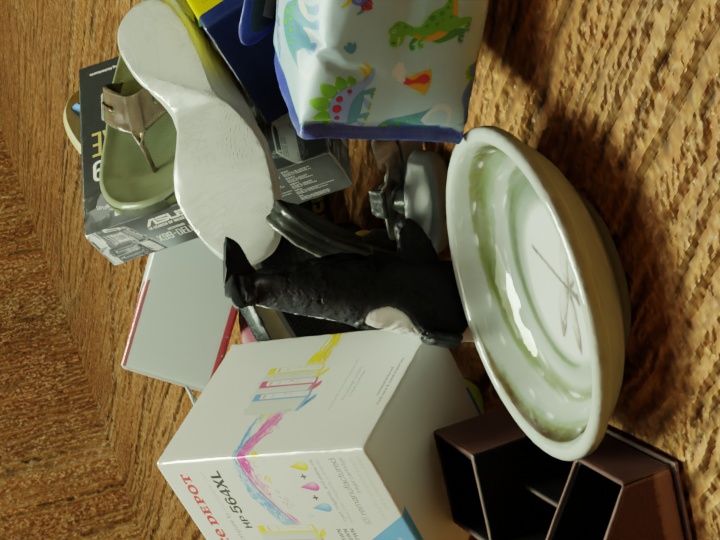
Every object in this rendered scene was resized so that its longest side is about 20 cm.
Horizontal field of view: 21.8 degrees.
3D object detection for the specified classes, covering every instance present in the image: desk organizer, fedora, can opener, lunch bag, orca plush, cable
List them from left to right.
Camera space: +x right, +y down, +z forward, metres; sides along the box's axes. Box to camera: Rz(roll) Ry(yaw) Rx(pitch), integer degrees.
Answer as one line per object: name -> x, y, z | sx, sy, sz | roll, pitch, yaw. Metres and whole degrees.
fedora -> -0.025, 0.018, 1.424 | 0.201, 0.091, 0.201 | 58, -169, -17
lunch bag -> 0.000, -0.195, 1.109 | 0.200, 0.127, 0.171 | -109, 26, -54
cable -> 0.000, 0.000, 1.288 | 0.097, 0.050, 0.200 | 46, -163, 21
orca plush -> 0.011, -0.004, 1.197 | 0.105, 0.199, 0.071 | -120, 42, -74
can opener -> 0.030, -0.110, 1.270 | 0.066, 0.053, 0.201 | 7, 119, 35
desk organizer -> 0.120, 0.137, 1.140 | 0.200, 0.077, 0.072 | -157, 52, -69

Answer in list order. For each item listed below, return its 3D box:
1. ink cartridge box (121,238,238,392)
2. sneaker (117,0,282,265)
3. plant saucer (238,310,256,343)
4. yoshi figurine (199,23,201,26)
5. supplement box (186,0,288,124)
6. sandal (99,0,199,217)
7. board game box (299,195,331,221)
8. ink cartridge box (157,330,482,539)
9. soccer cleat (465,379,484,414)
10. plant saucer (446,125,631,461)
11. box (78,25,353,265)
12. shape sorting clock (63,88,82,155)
ink cartridge box -> -0.142, 0.005, 1.594 | 0.200, 0.083, 0.146 | -106, 32, -79
sneaker -> -0.095, -0.095, 1.302 | 0.201, 0.075, 0.088 | 67, -164, 13
plant saucer -> -0.034, 0.106, 1.569 | 0.201, 0.051, 0.201 | 62, -172, -14
yoshi figurine -> -0.111, -0.165, 1.512 | 0.200, 0.112, 0.112 | -124, 40, -52
supplement box -> -0.076, -0.222, 1.328 | 0.200, 0.109, 0.110 | 60, -177, 40
sandal -> -0.160, -0.124, 1.359 | 0.057, 0.079, 0.202 | 51, -150, -52
board game box -> -0.059, -0.105, 1.604 | 0.105, 0.023, 0.201 | -143, 39, -61
ink cartridge box -> -0.028, 0.131, 1.281 | 0.199, 0.125, 0.129 | -8, 124, 34
soccer cleat -> 0.047, 0.125, 1.405 | 0.200, 0.064, 0.084 | 105, 162, -56
plant saucer -> 0.111, 0.009, 1.090 | 0.200, 0.050, 0.201 | 163, 90, -73
box -> -0.111, -0.107, 1.393 | 0.050, 0.199, 0.158 | 51, -154, -52
shape sorting clock -> -0.147, -0.097, 1.531 | 0.200, 0.199, 0.039 | 54, 130, 49
